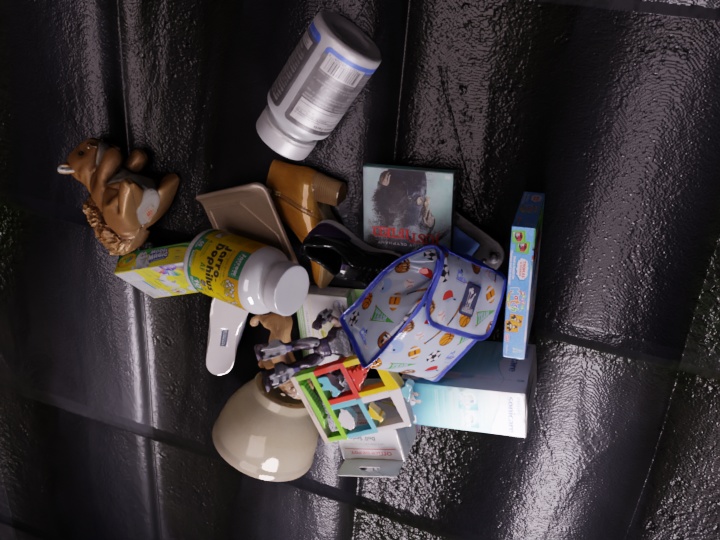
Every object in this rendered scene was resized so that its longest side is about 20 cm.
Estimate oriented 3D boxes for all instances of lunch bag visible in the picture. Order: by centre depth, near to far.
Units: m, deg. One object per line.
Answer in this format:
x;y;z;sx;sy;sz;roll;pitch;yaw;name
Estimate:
0.101;0.058;0.974;0.200;0.169;0.124;-49;48;21;lunch bag

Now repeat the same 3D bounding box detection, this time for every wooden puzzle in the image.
-0.184;-0.057;1.167;0.184;0.037;0.201;-3;120;44;wooden puzzle

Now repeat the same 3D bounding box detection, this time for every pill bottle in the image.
-0.068;-0.269;1.002;0.114;0.114;0.200;41;122;-1;pill bottle
-0.186;0.006;1.102;0.199;0.113;0.113;18;121;32;pill bottle

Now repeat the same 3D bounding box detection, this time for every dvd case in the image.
0.074;-0.062;1.048;0.145;0.022;0.201;8;116;17;dvd case

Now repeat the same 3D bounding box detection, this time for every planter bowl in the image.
-0.161;0.270;1.252;0.199;0.200;0.135;25;110;9;planter bowl

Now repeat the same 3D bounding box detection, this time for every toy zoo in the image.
-0.002;0.197;1.054;0.199;0.020;0.132;-21;103;30;toy zoo

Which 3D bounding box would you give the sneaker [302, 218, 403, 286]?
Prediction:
0.000;0.000;1.039;0.199;0.088;0.076;26;119;6;sneaker

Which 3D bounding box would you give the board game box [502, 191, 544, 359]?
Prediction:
0.239;0.004;0.984;0.036;0.151;0.201;7;116;17;board game box

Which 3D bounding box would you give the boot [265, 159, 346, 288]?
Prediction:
-0.101;-0.080;1.137;0.143;0.071;0.202;18;116;21;boot

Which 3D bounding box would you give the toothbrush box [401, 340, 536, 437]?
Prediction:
0.180;0.184;1.096;0.199;0.146;0.086;1;115;20;toothbrush box

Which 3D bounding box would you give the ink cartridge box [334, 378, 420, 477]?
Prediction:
0.034;0.265;1.159;0.116;0.200;0.068;-6;111;23;ink cartridge box

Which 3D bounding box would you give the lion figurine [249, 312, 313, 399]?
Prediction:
-0.142;0.130;1.200;0.122;0.072;0.201;14;123;56;lion figurine

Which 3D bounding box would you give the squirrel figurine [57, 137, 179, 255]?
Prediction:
-0.454;-0.135;1.209;0.186;0.141;0.201;31;119;13;squirrel figurine

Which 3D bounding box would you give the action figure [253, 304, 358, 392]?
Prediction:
-0.074;0.136;1.136;0.199;0.069;0.131;-18;95;-8;action figure

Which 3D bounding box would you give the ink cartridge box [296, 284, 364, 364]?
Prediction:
-0.012;0.104;1.193;0.199;0.048;0.146;5;115;22;ink cartridge box

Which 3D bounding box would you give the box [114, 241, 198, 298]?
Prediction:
-0.337;-0.001;1.238;0.199;0.049;0.117;-6;152;25;box

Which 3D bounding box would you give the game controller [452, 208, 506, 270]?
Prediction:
0.128;-0.051;1.060;0.200;0.042;0.105;36;106;3;game controller

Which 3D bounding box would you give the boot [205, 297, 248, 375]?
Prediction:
-0.250;0.088;1.258;0.072;0.090;0.201;14;107;-14;boot
